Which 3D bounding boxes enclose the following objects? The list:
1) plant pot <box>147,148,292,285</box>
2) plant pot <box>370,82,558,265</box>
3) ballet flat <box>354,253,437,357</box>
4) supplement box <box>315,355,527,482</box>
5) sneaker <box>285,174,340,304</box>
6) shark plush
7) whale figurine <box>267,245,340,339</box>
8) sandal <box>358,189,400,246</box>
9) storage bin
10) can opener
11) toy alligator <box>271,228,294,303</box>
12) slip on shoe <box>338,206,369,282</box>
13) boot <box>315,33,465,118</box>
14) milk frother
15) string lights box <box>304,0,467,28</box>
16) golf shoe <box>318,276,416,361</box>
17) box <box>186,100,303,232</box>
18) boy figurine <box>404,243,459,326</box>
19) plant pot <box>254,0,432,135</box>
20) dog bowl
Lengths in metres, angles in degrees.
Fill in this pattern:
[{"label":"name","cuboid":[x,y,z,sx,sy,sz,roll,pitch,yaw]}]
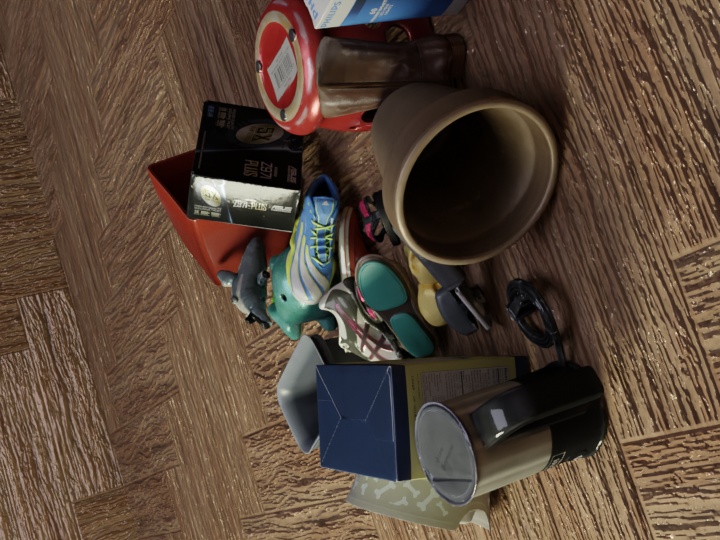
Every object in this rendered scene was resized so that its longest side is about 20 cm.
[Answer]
[{"label":"plant pot","cuboid":[-0.227,-0.095,1.729,0.200,0.200,0.177,45,149,44]},{"label":"plant pot","cuboid":[0.097,-0.133,1.136,0.175,0.200,0.201,-126,35,-51]},{"label":"ballet flat","cuboid":[0.046,0.034,1.346,0.067,0.068,0.200,-85,-26,-46]},{"label":"supplement box","cuboid":[0.077,0.179,1.259,0.200,0.199,0.135,-9,83,61]},{"label":"sneaker","cuboid":[-0.070,-0.055,1.493,0.105,0.075,0.201,100,173,-65]},{"label":"shark plush","cuboid":[-0.175,0.024,1.597,0.083,0.091,0.200,-54,18,20]},{"label":"whale figurine","cuboid":[-0.103,0.043,1.607,0.159,0.104,0.200,48,136,10]},{"label":"sandal","cuboid":[0.022,-0.070,1.344,0.200,0.045,0.075,-108,4,-83]},{"label":"storage bin","cuboid":[-0.023,0.181,1.526,0.146,0.134,0.200,62,149,25]},{"label":"can opener","cuboid":[0.094,0.007,1.231,0.200,0.067,0.053,47,-159,-24]},{"label":"toy alligator","cuboid":[-0.105,-0.002,1.685,0.054,0.059,0.200,24,132,2]},{"label":"slip on shoe","cuboid":[0.000,0.000,1.494,0.074,0.061,0.201,97,165,-71]},{"label":"boot","cuboid":[0.028,-0.194,1.209,0.064,0.199,0.187,33,128,52]},{"label":"milk frother","cuboid":[0.155,0.130,1.133,0.200,0.188,0.181,53,143,36]},{"label":"string lights box","cuboid":[0.026,-0.344,1.151,0.059,0.199,0.103,-43,65,58]},{"label":"golf shoe","cuboid":[0.021,0.100,1.422,0.200,0.088,0.077,62,-164,-7]},{"label":"box","cuboid":[-0.174,-0.163,1.546,0.200,0.163,0.086,-90,12,-48]},{"label":"boy figurine","cuboid":[0.088,-0.028,1.303,0.124,0.064,0.201,115,138,-85]},{"label":"plant pot","cuboid":[-0.030,-0.278,1.303,0.200,0.182,0.201,29,124,55]},{"label":"dog bowl","cuboid":[0.082,0.300,1.341,0.200,0.200,0.059,-2,74,61]}]
